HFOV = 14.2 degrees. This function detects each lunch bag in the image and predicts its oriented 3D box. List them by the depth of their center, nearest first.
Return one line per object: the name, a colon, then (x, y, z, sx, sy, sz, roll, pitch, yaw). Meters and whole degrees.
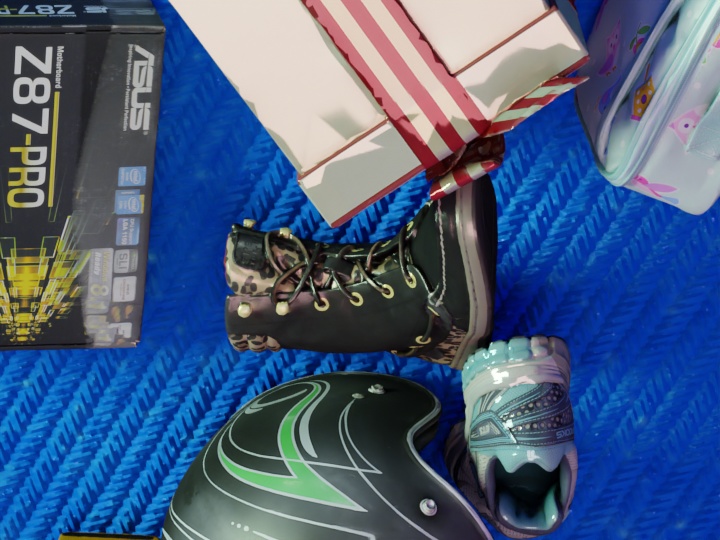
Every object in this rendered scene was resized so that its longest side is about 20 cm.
lunch bag: (0.186, -0.139, 1.515, 0.077, 0.161, 0.201, 21, 115, -12)

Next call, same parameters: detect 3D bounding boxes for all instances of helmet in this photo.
helmet: (-0.015, 0.167, 1.638, 0.199, 0.191, 0.201, 0, 120, 0)

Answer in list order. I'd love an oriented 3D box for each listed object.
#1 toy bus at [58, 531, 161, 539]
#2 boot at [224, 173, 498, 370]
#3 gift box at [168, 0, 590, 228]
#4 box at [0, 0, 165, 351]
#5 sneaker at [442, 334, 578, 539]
toy bus: (-0.153, 0.253, 1.742, 0.065, 0.078, 0.201, 2, 116, -3)
boot: (0.000, 0.000, 1.589, 0.150, 0.074, 0.200, 3, 160, 2)
gift box: (0.022, -0.149, 1.493, 0.199, 0.185, 0.187, -30, 112, 16)
box: (-0.196, -0.052, 1.592, 0.160, 0.049, 0.201, -2, 117, -18)
sneaker: (0.088, 0.118, 1.646, 0.077, 0.087, 0.200, -7, 150, 1)
